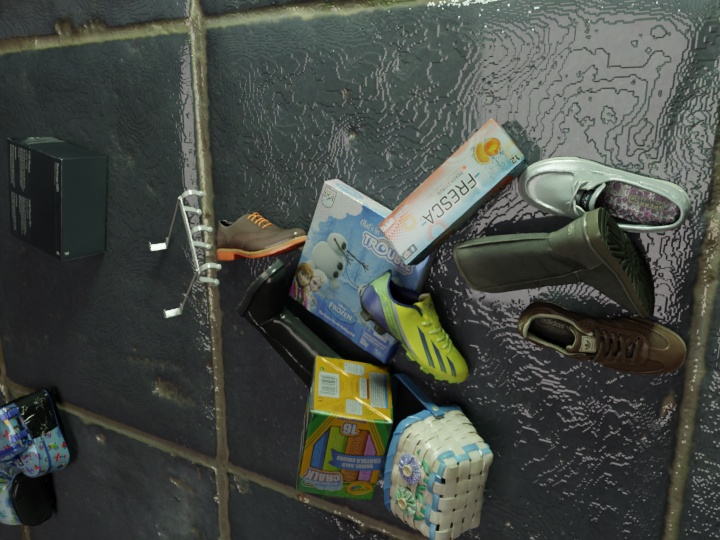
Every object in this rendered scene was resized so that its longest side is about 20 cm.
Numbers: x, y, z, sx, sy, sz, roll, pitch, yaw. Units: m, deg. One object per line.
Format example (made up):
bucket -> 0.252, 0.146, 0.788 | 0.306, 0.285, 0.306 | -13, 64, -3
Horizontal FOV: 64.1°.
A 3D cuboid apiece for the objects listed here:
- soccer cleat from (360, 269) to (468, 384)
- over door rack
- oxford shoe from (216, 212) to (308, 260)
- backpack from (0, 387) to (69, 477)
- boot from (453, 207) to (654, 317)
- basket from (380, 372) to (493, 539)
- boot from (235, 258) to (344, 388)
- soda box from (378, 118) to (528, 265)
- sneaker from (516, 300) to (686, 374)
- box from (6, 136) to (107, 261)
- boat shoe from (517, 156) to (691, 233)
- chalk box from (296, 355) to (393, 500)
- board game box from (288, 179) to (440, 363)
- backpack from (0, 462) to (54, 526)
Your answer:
soccer cleat -> 0.087, 0.081, 0.798 | 0.199, 0.065, 0.084 | 40, 105, -11
over door rack -> -0.306, -0.028, 1.022 | 0.199, 0.065, 0.152 | -38, 65, 44
oxford shoe -> -0.169, -0.059, 0.943 | 0.194, 0.071, 0.075 | -4, 96, 32
backpack -> -0.805, 0.412, 1.397 | 0.178, 0.134, 0.206 | -17, 96, 33
boot -> 0.236, 0.007, 0.709 | 0.197, 0.074, 0.182 | -21, 123, 44
basket -> 0.091, 0.268, 0.836 | 0.199, 0.135, 0.183 | 32, 121, 59
boot -> -0.096, 0.095, 0.900 | 0.201, 0.065, 0.165 | 48, 146, 2
soda box -> 0.119, -0.096, 0.741 | 0.199, 0.063, 0.069 | -42, 77, 18
sneaker -> 0.287, 0.091, 0.702 | 0.194, 0.075, 0.073 | 11, 107, 28
box -> -0.615, -0.149, 1.166 | 0.178, 0.103, 0.207 | 21, 112, 26
boat shoe -> 0.276, -0.088, 0.669 | 0.195, 0.071, 0.073 | 15, 109, 27
chalk box -> -0.029, 0.255, 0.871 | 0.119, 0.126, 0.206 | 8, 119, -6
board game box -> 0.000, 0.000, 0.871 | 0.197, 0.043, 0.204 | 31, 115, 20
backpack -> -0.919, 0.574, 1.509 | 0.196, 0.152, 0.169 | 17, 117, 39
